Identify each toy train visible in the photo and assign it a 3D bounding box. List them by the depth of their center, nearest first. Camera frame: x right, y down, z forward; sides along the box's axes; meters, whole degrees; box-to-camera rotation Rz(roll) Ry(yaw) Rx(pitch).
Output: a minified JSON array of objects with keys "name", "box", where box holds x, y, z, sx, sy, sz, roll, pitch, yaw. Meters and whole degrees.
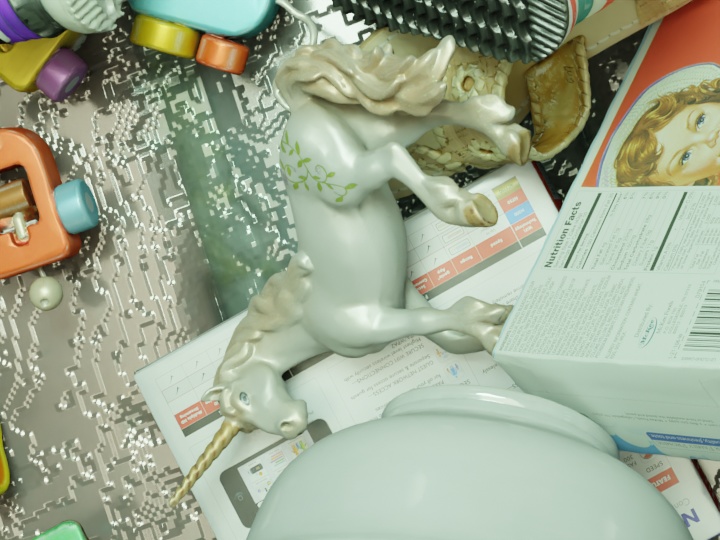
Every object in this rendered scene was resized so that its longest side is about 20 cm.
[{"name":"toy train","box":[-0.103,-0.080,0.927,0.198,0.056,0.151,-23,89,10]}]

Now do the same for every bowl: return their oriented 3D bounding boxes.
[{"name":"bowl","box":[0.047,0.104,0.803,0.199,0.202,0.091,9,64,8]}]

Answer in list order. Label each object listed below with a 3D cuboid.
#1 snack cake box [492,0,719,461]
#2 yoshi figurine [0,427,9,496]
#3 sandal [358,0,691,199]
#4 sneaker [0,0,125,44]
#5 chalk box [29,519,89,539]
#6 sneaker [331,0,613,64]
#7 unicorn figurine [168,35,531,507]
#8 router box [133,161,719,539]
[{"name":"snack cake box","box":[0.147,-0.028,0.814,0.114,0.067,0.201,1,55,47]},{"name":"yoshi figurine","box":[-0.262,0.106,0.925,0.198,0.112,0.113,-18,94,11]},{"name":"sandal","box":[0.065,-0.079,0.834,0.211,0.070,0.078,-35,123,20]},{"name":"sneaker","box":[-0.144,-0.174,0.887,0.099,0.070,0.201,-13,48,24]},{"name":"chalk box","box":[-0.106,0.210,0.891,0.124,0.124,0.201,-28,86,7]},{"name":"sneaker","box":[0.045,-0.141,0.818,0.093,0.199,0.071,-33,123,-21]},{"name":"unicorn figurine","box":[0.000,0.000,0.840,0.136,0.074,0.202,8,105,24]},{"name":"router box","box":[0.029,0.076,0.907,0.199,0.049,0.181,-28,86,8]}]
